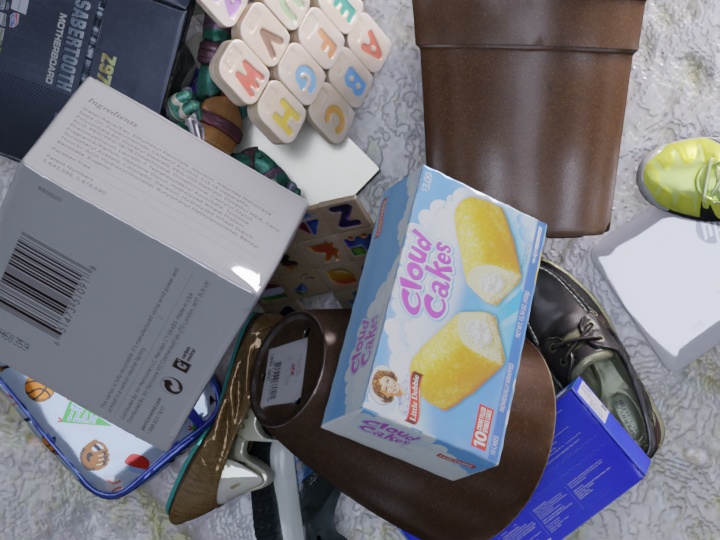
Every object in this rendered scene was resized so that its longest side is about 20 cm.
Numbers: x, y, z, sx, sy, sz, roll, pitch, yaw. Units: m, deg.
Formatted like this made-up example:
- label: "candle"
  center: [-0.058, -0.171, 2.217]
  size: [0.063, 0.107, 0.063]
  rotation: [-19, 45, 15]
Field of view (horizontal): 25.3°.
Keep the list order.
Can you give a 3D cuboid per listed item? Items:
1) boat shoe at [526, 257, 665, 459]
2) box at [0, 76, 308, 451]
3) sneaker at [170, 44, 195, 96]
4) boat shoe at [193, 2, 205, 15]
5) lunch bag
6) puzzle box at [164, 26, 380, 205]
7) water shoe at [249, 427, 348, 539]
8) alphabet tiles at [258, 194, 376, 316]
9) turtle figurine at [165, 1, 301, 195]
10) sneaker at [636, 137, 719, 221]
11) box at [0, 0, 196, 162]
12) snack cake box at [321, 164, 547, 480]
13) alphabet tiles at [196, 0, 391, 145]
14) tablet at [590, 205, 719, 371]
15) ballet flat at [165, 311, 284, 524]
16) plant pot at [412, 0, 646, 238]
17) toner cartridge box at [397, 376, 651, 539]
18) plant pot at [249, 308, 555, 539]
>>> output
- label: "boat shoe"
  center: [0.193, 0.074, 1.355]
  size: [0.072, 0.066, 0.201]
  rotation: [-33, 88, 2]
- label: "box"
  center: [-0.178, -0.003, 1.234]
  size: [0.200, 0.131, 0.199]
  rotation: [29, 130, -4]
- label: "sneaker"
  center: [-0.235, -0.201, 1.362]
  size: [0.200, 0.079, 0.076]
  rotation: [24, 87, 12]
- label: "boat shoe"
  center: [-0.100, -0.288, 1.380]
  size: [0.201, 0.061, 0.072]
  rotation: [-30, 126, 5]
- label: "lunch bag"
  center: [-0.217, 0.082, 1.372]
  size: [0.160, 0.076, 0.200]
  rotation: [-39, 89, -1]
- label: "puzzle box"
  center: [-0.097, -0.111, 1.392]
  size: [0.133, 0.025, 0.200]
  rotation: [-45, 87, 2]
- label: "water shoe"
  center: [-0.052, 0.156, 1.375]
  size: [0.079, 0.071, 0.201]
  rotation: [3, 80, -31]
- label: "alphabet tiles"
  center: [0.000, 0.000, 1.306]
  size: [0.199, 0.167, 0.008]
  rotation: [-12, 46, 22]
- label: "turtle figurine"
  center: [-0.116, -0.118, 1.323]
  size: [0.100, 0.150, 0.201]
  rotation: [8, 75, 39]
- label: "sneaker"
  center: [0.331, -0.072, 1.333]
  size: [0.199, 0.076, 0.076]
  rotation: [8, 90, 5]
- label: "box"
  center: [-0.232, -0.169, 1.317]
  size: [0.157, 0.051, 0.200]
  rotation: [20, 127, -4]
- label: "snack cake box"
  center: [0.056, 0.039, 1.176]
  size: [0.115, 0.067, 0.201]
  rotation: [24, 63, -20]
- label: "alphabet tiles"
  center: [-0.050, -0.207, 1.319]
  size: [0.196, 0.015, 0.200]
  rotation: [47, 57, -35]
- label: "tablet"
  center: [0.313, -0.019, 1.377]
  size: [0.200, 0.014, 0.130]
  rotation: [-34, 87, 1]
- label: "ballet flat"
  center: [-0.093, 0.133, 1.318]
  size: [0.072, 0.068, 0.200]
  rotation: [26, 96, 14]
- label: "plant pot"
  center: [0.134, -0.131, 1.306]
  size: [0.200, 0.200, 0.199]
  rotation: [1, 96, 3]
- label: "toner cartridge box"
  center: [0.135, 0.187, 1.338]
  size: [0.200, 0.043, 0.095]
  rotation: [-41, 87, 20]
- label: "plant pot"
  center: [0.018, 0.107, 1.262]
  size: [0.200, 0.187, 0.187]
  rotation: [23, 90, -35]
